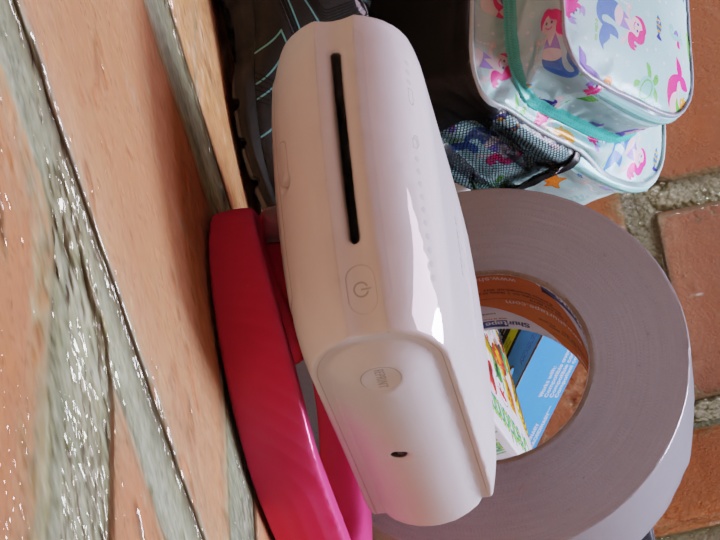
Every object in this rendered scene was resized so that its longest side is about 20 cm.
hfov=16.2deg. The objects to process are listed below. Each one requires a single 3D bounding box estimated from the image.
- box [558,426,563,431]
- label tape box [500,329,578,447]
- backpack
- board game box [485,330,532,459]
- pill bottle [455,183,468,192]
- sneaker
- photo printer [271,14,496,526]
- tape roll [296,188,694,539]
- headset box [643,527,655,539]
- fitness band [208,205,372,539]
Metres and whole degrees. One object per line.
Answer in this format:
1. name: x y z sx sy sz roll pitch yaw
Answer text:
1. box: 0.117 0.211 1.496 0.200 0.041 0.157 -62 152 -56
2. label tape box: 0.111 0.061 1.790 0.200 0.063 0.145 -103 -145 -62
3. backpack: 0.098 -0.126 1.385 0.200 0.150 0.179 34 49 -51
4. board game box: 0.058 0.049 1.450 0.200 0.034 0.127 52 22 -69
5. pill bottle: 0.054 -0.055 1.720 0.200 0.113 0.114 -122 -165 -60
6. sneaker: -0.028 -0.106 1.289 0.075 0.079 0.201 49 30 -81
7. photo printer: 0.010 -0.002 1.099 0.200 0.069 0.167 70 12 -60
8. tape roll: 0.068 0.061 1.274 0.066 0.199 0.201 72 7 -62
9. headset box: 0.130 0.237 1.774 0.093 0.173 0.201 -86 165 -72
10. fitness band: -0.028 0.058 1.128 0.200 0.037 0.144 70 9 -53
